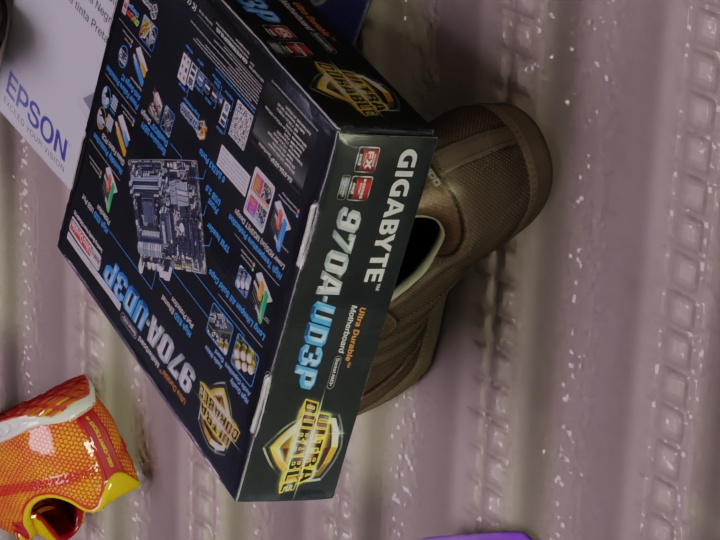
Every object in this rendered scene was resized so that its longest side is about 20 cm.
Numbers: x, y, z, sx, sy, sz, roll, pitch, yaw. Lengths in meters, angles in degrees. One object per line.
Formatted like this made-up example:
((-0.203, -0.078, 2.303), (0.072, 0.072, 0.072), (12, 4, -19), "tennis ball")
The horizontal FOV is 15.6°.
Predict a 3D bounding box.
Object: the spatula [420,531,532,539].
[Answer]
((0.093, 0.130, 1.039), (0.199, 0.020, 0.057), (-9, 95, 53), "spatula")

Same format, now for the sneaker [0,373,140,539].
((-0.185, 0.110, 1.357), (0.200, 0.073, 0.078), (-16, 101, 56), "sneaker")

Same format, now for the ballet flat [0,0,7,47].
((-0.206, -0.123, 1.275), (0.200, 0.068, 0.069), (-115, 15, -53), "ballet flat")

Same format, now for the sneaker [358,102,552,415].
((0.000, 0.000, 1.064), (0.071, 0.075, 0.200), (58, 141, 20), "sneaker")

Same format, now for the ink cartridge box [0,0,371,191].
((-0.085, -0.099, 1.166), (0.200, 0.040, 0.201), (46, 135, 33), "ink cartridge box")

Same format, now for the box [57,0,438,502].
((-0.051, -0.030, 1.037), (0.200, 0.046, 0.160), (48, 130, 49), "box")
